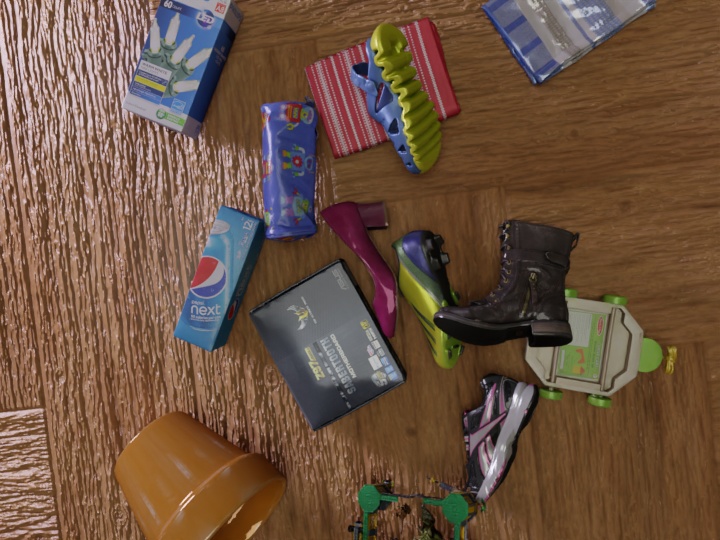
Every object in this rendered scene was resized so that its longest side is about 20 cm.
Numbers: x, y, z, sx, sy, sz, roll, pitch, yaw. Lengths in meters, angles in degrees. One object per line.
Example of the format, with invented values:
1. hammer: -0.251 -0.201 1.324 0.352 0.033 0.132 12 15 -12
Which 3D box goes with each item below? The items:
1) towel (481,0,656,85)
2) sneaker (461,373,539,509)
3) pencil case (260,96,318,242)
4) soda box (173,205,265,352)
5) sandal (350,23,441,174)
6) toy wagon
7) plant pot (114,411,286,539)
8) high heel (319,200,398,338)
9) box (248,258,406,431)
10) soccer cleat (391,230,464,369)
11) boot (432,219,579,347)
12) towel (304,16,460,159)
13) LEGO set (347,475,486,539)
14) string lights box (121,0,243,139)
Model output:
1. towel: 0.291 -0.373 0.838 0.199 0.024 0.147 -34 87 6
2. sneaker: 0.179 0.237 0.852 0.086 0.080 0.202 25 96 28
3. pencil case: -0.099 -0.141 0.858 0.086 0.078 0.202 -1 91 -32
4. soda box: -0.201 0.011 0.876 0.064 0.068 0.202 21 94 5
5. sandal: 0.047 -0.228 0.831 0.087 0.079 0.202 -12 103 45
6. toy wagon: 0.333 0.110 0.840 0.198 0.040 0.157 8 93 5
7. plant pot: -0.236 0.305 0.839 0.183 0.200 0.201 38 95 19
8. high heel: 0.000 0.000 0.856 0.095 0.067 0.202 -7 76 -3
9. box: -0.047 0.107 0.872 0.157 0.051 0.201 -29 89 7
10. soccer cleat: 0.096 0.042 0.861 0.083 0.065 0.202 -11 95 36
11. boot: 0.200 0.011 0.820 0.198 0.069 0.176 5 66 2
12. towel: 0.033 -0.262 0.869 0.198 0.022 0.146 -19 92 8
13. LEGO set: 0.093 0.369 0.842 0.199 0.116 0.155 -14 69 28
14. string lights box: -0.259 -0.308 0.878 0.102 0.059 0.202 22 93 6
